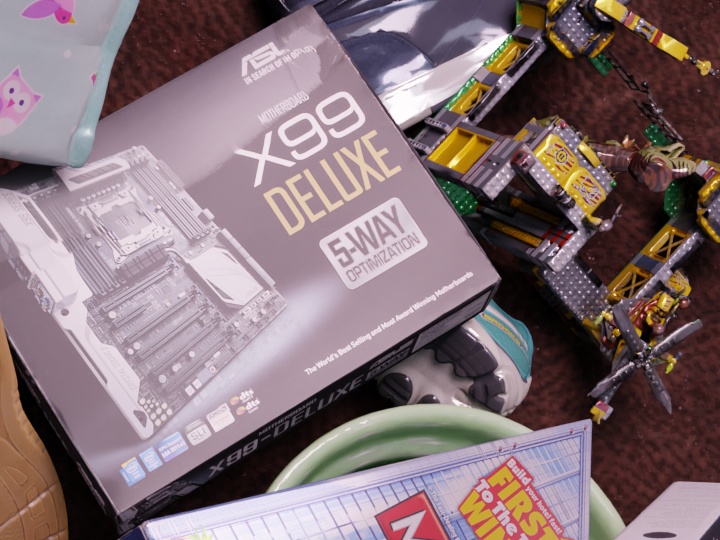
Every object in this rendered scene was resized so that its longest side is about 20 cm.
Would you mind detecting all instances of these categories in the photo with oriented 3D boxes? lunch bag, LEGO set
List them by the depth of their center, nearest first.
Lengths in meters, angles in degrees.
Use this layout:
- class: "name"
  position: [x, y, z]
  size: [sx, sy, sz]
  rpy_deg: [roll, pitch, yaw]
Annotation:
- class: "lunch bag"
  position: [-0.219, -0.128, 0.904]
  size: [0.170, 0.200, 0.122]
  rpy_deg: [7, 107, -45]
- class: "LEGO set"
  position: [0.124, -0.039, 1.012]
  size: [0.154, 0.116, 0.200]
  rpy_deg: [-39, 114, -10]

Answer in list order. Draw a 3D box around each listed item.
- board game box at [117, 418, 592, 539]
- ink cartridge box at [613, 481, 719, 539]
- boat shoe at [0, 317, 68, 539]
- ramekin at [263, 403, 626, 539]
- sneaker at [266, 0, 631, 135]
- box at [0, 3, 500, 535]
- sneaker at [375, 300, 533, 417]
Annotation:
- class: "board game box"
  position: [0.032, 0.155, 0.878]
  size: [0.199, 0.062, 0.201]
  rpy_deg: [-26, 84, -23]
- class: "ink cartridge box"
  position: [0.142, 0.203, 0.900]
  size: [0.043, 0.200, 0.199]
  rpy_deg: [-6, 93, 22]
- class: "boat shoe"
  position: [-0.179, 0.080, 0.916]
  size: [0.071, 0.069, 0.201]
  rpy_deg: [-22, 113, -37]
- class: "ramekin"
  position: [0.024, 0.168, 0.959]
  size: [0.199, 0.098, 0.201]
  rpy_deg: [6, 72, -18]
- class: "sneaker"
  position: [0.044, -0.161, 1.081]
  size: [0.202, 0.077, 0.147]
  rpy_deg: [-27, 87, -24]
- class: "box"
  position: [-0.063, -0.003, 0.940]
  size: [0.200, 0.050, 0.158]
  rpy_deg: [-30, 77, -14]
- class: "sneaker"
  position: [0.000, 0.000, 1.029]
  size: [0.200, 0.078, 0.080]
  rpy_deg: [41, 31, 3]
